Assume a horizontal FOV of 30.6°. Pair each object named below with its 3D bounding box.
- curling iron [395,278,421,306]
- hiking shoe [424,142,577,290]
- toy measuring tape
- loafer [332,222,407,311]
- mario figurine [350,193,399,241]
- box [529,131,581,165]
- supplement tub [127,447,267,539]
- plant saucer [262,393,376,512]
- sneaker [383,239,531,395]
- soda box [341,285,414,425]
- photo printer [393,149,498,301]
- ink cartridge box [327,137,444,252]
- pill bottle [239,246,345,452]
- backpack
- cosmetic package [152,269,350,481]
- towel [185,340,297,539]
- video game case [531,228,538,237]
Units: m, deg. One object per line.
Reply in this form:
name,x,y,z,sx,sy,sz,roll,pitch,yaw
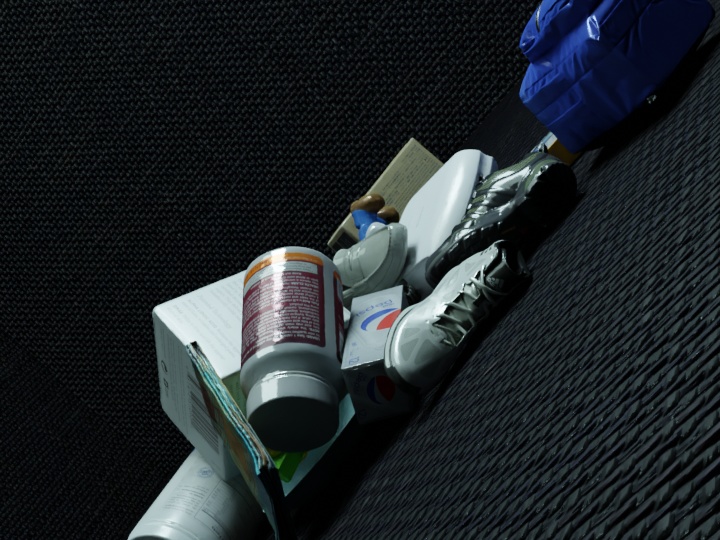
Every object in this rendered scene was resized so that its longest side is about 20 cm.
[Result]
curling iron,0.073,0.038,1.486,0.026,0.050,0.200,-43,9,-7
hiking shoe,0.149,-0.054,1.457,0.199,0.076,0.101,-40,26,8
toy measuring tape,-0.072,0.151,1.464,0.202,0.073,0.074,-63,8,-18
loafer,0.000,0.000,1.608,0.200,0.069,0.071,129,148,-53
mario figurine,0.049,0.000,1.734,0.106,0.122,0.203,-40,53,51
box,0.256,-0.158,1.672,0.200,0.041,0.119,-46,4,17
supplement tub,-0.192,0.309,1.612,0.132,0.132,0.200,-46,5,38
plant saucer,-0.033,0.203,1.480,0.201,0.039,0.201,-49,4,4
sneaker,0.100,0.032,1.313,0.201,0.076,0.115,-50,1,-41
soda box,0.023,0.087,1.423,0.062,0.069,0.200,-14,18,9
photo printer,0.098,-0.046,1.602,0.200,0.069,0.168,-43,25,62
ink cartridge box,0.074,-0.064,1.901,0.201,0.164,0.075,-51,2,-31
pill bottle,-0.072,0.084,1.401,0.114,0.113,0.202,-46,32,36
backpack,0.264,-0.241,1.443,0.162,0.168,0.200,-43,-3,-27
cosmetic package,-0.129,0.116,1.628,0.198,0.165,0.167,-22,-48,-30
towel,-0.125,0.183,1.364,0.021,0.200,0.148,-25,-44,-15
video game case,0.136,0.008,1.566,0.183,0.022,0.200,-50,3,-1
